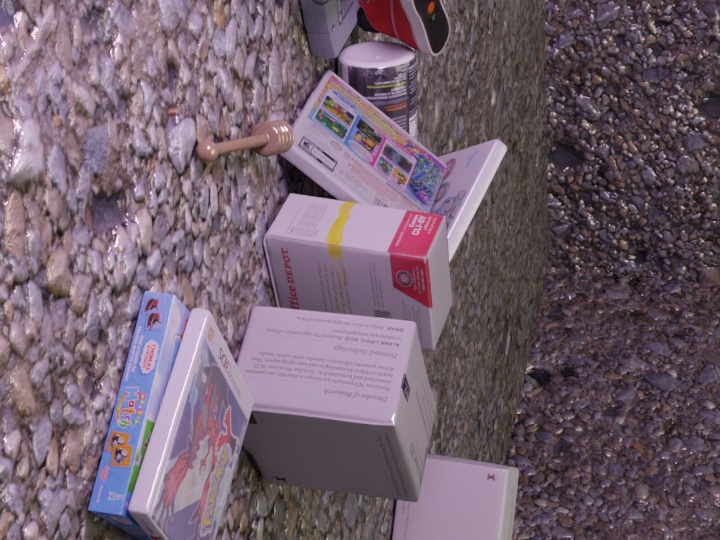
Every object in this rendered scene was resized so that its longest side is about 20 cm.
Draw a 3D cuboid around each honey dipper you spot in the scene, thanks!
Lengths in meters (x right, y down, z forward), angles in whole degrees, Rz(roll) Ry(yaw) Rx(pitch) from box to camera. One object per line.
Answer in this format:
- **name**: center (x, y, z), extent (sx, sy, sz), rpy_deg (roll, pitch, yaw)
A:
- **honey dipper**: center (-0.119, -0.132, 1.326), extent (0.200, 0.037, 0.039), rpy_deg (-30, 124, -70)

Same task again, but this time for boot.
- **boot**: center (0.029, -0.364, 1.607), extent (0.073, 0.143, 0.201), rpy_deg (-54, 151, -22)

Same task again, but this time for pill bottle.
- **pill bottle**: center (0.024, -0.194, 1.701), extent (0.106, 0.105, 0.203), rpy_deg (-58, 150, -59)

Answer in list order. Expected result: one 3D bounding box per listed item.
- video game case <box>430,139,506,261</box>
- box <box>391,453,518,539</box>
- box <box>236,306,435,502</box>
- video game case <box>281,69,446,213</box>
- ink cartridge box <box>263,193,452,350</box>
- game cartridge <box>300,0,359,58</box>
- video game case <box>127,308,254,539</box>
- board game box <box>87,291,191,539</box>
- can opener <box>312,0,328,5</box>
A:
- **video game case**: center (0.093, -0.068, 1.638), extent (0.202, 0.024, 0.181), rpy_deg (-62, -160, -17)
- **box**: center (0.172, 0.440, 2.291), extent (0.171, 0.197, 0.202), rpy_deg (30, 67, -75)
- **box**: center (-0.028, 0.154, 1.454), extent (0.200, 0.197, 0.132), rpy_deg (73, 26, -55)
- **video game case**: center (0.008, -0.135, 1.555), extent (0.024, 0.199, 0.183), rpy_deg (-44, -166, 38)
- **ink cartridge box**: center (0.000, 0.000, 1.491), extent (0.084, 0.197, 0.146), rpy_deg (-63, 155, -42)
- **game cartridge**: center (-0.040, -0.368, 1.538), extent (0.134, 0.040, 0.202), rpy_deg (-71, 160, -51)
- **video game case**: center (-0.152, 0.168, 1.196), extent (0.183, 0.023, 0.202), rpy_deg (73, 27, -56)
- **board game box**: center (-0.184, 0.142, 1.181), extent (0.152, 0.036, 0.203), rpy_deg (62, 36, -64)
- **can opener**: center (-0.022, -0.376, 1.480), extent (0.067, 0.053, 0.201), rpy_deg (54, 32, -17)
